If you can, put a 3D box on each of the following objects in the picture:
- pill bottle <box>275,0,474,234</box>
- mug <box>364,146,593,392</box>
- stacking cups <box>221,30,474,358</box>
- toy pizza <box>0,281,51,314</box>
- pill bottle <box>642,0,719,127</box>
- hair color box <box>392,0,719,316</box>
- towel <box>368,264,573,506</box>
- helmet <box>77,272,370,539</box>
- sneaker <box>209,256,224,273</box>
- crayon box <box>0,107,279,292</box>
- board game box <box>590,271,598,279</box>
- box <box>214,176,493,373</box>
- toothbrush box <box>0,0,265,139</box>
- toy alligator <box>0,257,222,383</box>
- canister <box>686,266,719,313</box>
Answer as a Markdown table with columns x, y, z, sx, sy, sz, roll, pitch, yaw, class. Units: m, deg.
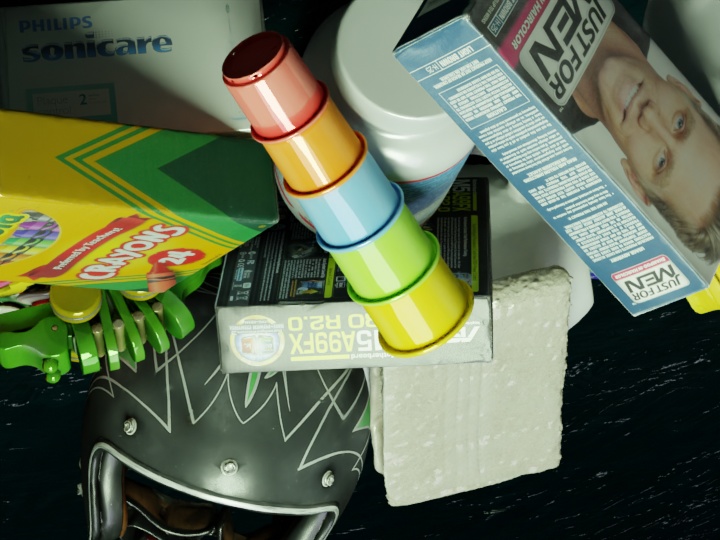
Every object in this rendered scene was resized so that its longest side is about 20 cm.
| x | y | z | sx | sy | sz | roll | pitch | yaw | class |
| --- | --- | --- | --- | --- | --- | --- | --- | --- | --- |
| 0.014 | -0.090 | 1.486 | 0.108 | 0.109 | 0.200 | -5 | 165 | -10 | pill bottle |
| 0.058 | -0.016 | 1.767 | 0.175 | 0.148 | 0.200 | -14 | 135 | -1 | mug |
| -0.013 | -0.041 | 1.405 | 0.060 | 0.061 | 0.200 | -16 | 127 | 29 | stacking cups |
| -0.221 | 0.009 | 1.560 | 0.199 | 0.032 | 0.200 | -5 | 167 | -1 | toy pizza |
| 0.227 | -0.109 | 1.519 | 0.114 | 0.115 | 0.200 | -11 | 165 | 10 | pill bottle |
| 0.117 | -0.083 | 1.382 | 0.200 | 0.100 | 0.060 | 46 | 139 | -20 | hair color box |
| 0.072 | 0.076 | 1.735 | 0.132 | 0.035 | 0.200 | -13 | 140 | -12 | towel |
| -0.084 | 0.096 | 1.669 | 0.199 | 0.200 | 0.191 | -2 | 138 | -22 | helmet |
| -0.129 | 0.001 | 1.827 | 0.115 | 0.076 | 0.200 | -6 | 166 | 2 | sneaker |
| -0.160 | -0.035 | 1.390 | 0.199 | 0.051 | 0.127 | 5 | 160 | -33 | crayon box |
| 0.257 | -0.040 | 1.930 | 0.152 | 0.045 | 0.200 | 4 | 160 | -38 | board game box |
| 0.000 | 0.000 | 1.591 | 0.160 | 0.044 | 0.200 | -2 | -158 | 3 | box |
| -0.130 | -0.081 | 1.491 | 0.146 | 0.086 | 0.200 | -5 | 164 | -9 | toothbrush box |
| -0.166 | 0.039 | 1.524 | 0.199 | 0.054 | 0.059 | -20 | 153 | -13 | toy alligator |
| 0.292 | -0.059 | 1.733 | 0.199 | 0.087 | 0.149 | -17 | 134 | 22 | canister |
